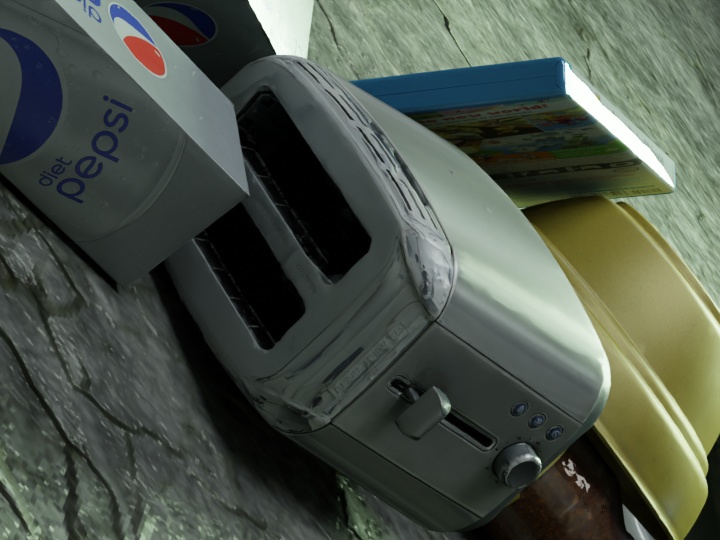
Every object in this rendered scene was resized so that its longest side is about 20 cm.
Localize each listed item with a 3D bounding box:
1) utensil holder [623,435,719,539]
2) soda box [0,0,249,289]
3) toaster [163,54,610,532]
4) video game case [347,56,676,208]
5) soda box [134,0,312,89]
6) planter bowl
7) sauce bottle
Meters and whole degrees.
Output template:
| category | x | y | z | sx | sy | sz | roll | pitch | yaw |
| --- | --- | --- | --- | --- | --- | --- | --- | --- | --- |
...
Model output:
| category | x | y | z | sx | sy | sz | roll | pitch | yaw |
| --- | --- | --- | --- | --- | --- | --- | --- | --- | --- |
| utensil holder | 0.235 | 0.108 | 1.498 | 0.171 | 0.170 | 0.200 | 58 | 13 | 14 |
| soda box | -0.126 | -0.088 | 1.010 | 0.200 | 0.063 | 0.068 | 45 | 18 | -31 |
| toaster | 0.000 | 0.000 | 1.108 | 0.129 | 0.114 | 0.200 | 33 | 20 | -49 |
| video game case | 0.048 | -0.055 | 1.248 | 0.200 | 0.142 | 0.018 | 27 | 60 | -68 |
| soda box | -0.078 | -0.142 | 1.096 | 0.200 | 0.068 | 0.064 | 60 | 32 | -57 |
| planter bowl | 0.115 | 0.028 | 1.298 | 0.201 | 0.083 | 0.200 | 52 | -1 | 2 |
| sauce bottle | 0.067 | 0.083 | 1.233 | 0.200 | 0.066 | 0.066 | 54 | 15 | -10 |
